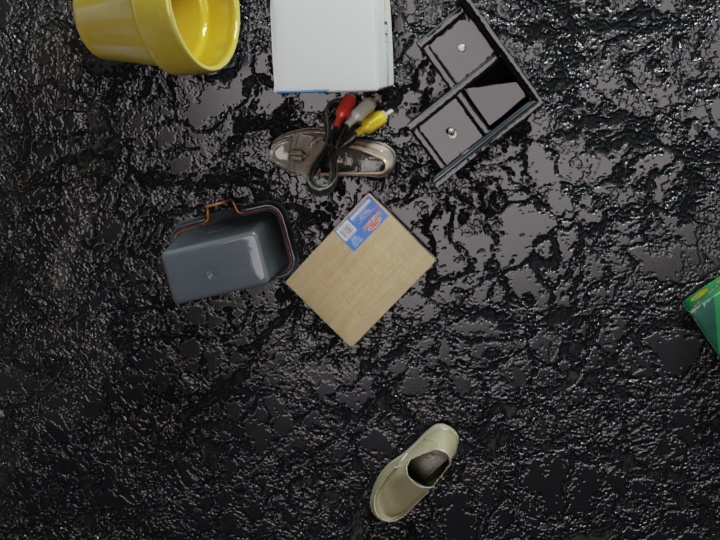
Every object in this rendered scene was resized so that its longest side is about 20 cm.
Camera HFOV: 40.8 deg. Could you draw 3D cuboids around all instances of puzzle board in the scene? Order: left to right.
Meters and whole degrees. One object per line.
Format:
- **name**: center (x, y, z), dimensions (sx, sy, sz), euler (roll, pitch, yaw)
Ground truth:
- **puzzle board**: center (0.000, 0.000, 1.528), dimensions (0.151, 0.017, 0.200), euler (44, 104, -3)

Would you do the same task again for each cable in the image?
- **cable**: center (-0.036, -0.197, 1.415), dimensions (0.096, 0.201, 0.051), euler (29, 142, 10)

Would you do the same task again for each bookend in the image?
- **bookend**: center (0.131, -0.265, 1.407), dimensions (0.197, 0.092, 0.201), euler (-36, 96, 14)

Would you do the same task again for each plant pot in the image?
- **plant pot**: center (-0.299, -0.379, 1.392), dimensions (0.185, 0.200, 0.205), euler (-1, 104, 24)

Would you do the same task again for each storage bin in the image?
- **storage bin**: center (-0.209, -0.028, 1.485), dimensions (0.196, 0.134, 0.148), euler (-12, 102, 9)

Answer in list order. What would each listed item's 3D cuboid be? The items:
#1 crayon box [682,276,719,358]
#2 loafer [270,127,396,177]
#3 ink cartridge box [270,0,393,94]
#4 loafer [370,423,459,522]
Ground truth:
- **crayon box**: center (0.599, 0.044, 1.443), dimensions (0.199, 0.058, 0.119), euler (-37, 97, 14)
- **loafer**: center (-0.044, -0.174, 1.465), dimensions (0.196, 0.063, 0.073), euler (6, 105, 5)
- **ink cartridge box**: center (-0.035, -0.326, 1.357), dimensions (0.144, 0.200, 0.148), euler (-1, 102, 7)
- **loafer**: center (0.083, 0.334, 1.572), dimensions (0.075, 0.068, 0.201), euler (36, 105, -3)
